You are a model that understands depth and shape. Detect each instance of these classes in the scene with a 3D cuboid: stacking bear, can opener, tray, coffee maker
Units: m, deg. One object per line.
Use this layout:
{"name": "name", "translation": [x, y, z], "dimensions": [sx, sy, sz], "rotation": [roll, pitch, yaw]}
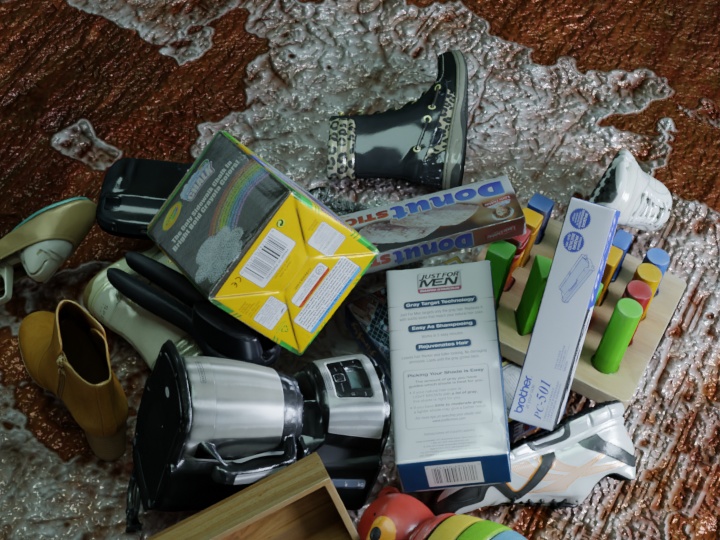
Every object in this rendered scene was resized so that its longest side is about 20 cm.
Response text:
{"name": "stacking bear", "translation": [0.081, 0.256, 1.284], "dimensions": [0.200, 0.114, 0.122], "rotation": [25, 95, 31]}
{"name": "can opener", "translation": [-0.156, 0.035, 1.413], "dimensions": [0.200, 0.079, 0.063], "rotation": [32, 46, 31]}
{"name": "tray", "translation": [-0.107, 0.236, 1.265], "dimensions": [0.200, 0.099, 0.037], "rotation": [-27, 44, -5]}
{"name": "coffee maker", "translation": [-0.093, 0.151, 1.345], "dimensions": [0.199, 0.192, 0.135], "rotation": [5, 62, -24]}

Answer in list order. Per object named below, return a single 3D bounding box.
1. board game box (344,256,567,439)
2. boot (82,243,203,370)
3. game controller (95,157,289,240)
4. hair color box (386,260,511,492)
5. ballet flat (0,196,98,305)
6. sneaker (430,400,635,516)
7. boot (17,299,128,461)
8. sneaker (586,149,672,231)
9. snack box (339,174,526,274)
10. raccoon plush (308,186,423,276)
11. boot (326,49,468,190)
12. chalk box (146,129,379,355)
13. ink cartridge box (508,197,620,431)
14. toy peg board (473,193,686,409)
{"name": "board game box", "translation": [0.091, 0.086, 1.476], "dimensions": [0.135, 0.035, 0.200], "rotation": [-22, 54, -20]}
{"name": "boot", "translation": [-0.153, 0.026, 1.498], "dimensions": [0.200, 0.072, 0.155], "rotation": [-33, 59, -25]}
{"name": "game controller", "translation": [-0.161, -0.067, 1.508], "dimensions": [0.199, 0.042, 0.104], "rotation": [7, 38, -3]}
{"name": "hair color box", "translation": [0.078, 0.093, 1.349], "dimensions": [0.100, 0.061, 0.201], "rotation": [-6, 56, 6]}
{"name": "ballet flat", "translation": [-0.343, -0.003, 1.501], "dimensions": [0.200, 0.069, 0.063], "rotation": [-27, 62, 7]}
{"name": "sneaker", "translation": [0.161, 0.189, 1.367], "dimensions": [0.199, 0.074, 0.080], "rotation": [-22, 88, -4]}
{"name": "boot", "translation": [-0.270, 0.070, 1.406], "dimensions": [0.071, 0.144, 0.201], "rotation": [-24, 54, -21]}
{"name": "sneaker", "translation": [0.282, -0.076, 1.546], "dimensions": [0.081, 0.075, 0.200], "rotation": [34, 14, 9]}
{"name": "snack box", "translation": [0.053, -0.040, 1.435], "dimensions": [0.199, 0.024, 0.072], "rotation": [-14, 39, -2]}
{"name": "raccoon plush", "translation": [0.000, 0.000, 1.511], "dimensions": [0.133, 0.097, 0.200], "rotation": [7, 49, -2]}
{"name": "boot", "translation": [0.042, -0.172, 1.671], "dimensions": [0.153, 0.074, 0.204], "rotation": [2, 50, 3]}
{"name": "chalk box", "translation": [-0.102, -0.035, 1.391], "dimensions": [0.125, 0.124, 0.200], "rotation": [-53, 38, 4]}
{"name": "ink cartridge box", "translation": [0.183, 0.037, 1.345], "dimensions": [0.044, 0.094, 0.201], "rotation": [16, 94, 12]}
{"name": "toy peg board", "translation": [0.213, 0.004, 1.479], "dimensions": [0.200, 0.098, 0.199], "rotation": [26, 45, 12]}
